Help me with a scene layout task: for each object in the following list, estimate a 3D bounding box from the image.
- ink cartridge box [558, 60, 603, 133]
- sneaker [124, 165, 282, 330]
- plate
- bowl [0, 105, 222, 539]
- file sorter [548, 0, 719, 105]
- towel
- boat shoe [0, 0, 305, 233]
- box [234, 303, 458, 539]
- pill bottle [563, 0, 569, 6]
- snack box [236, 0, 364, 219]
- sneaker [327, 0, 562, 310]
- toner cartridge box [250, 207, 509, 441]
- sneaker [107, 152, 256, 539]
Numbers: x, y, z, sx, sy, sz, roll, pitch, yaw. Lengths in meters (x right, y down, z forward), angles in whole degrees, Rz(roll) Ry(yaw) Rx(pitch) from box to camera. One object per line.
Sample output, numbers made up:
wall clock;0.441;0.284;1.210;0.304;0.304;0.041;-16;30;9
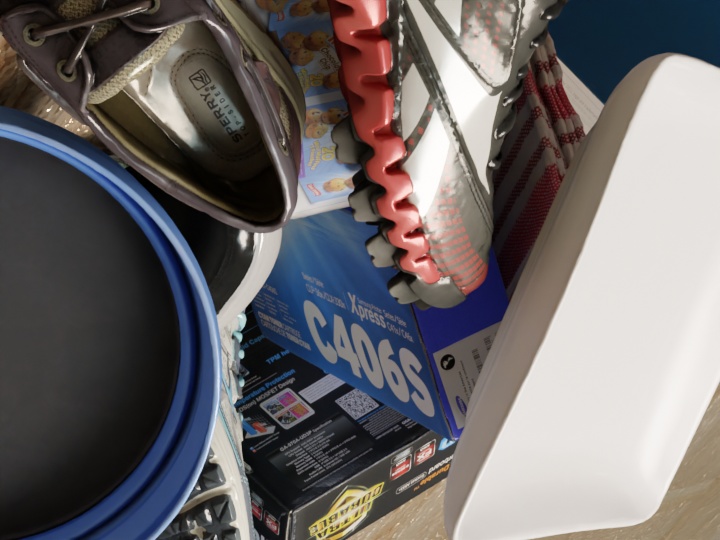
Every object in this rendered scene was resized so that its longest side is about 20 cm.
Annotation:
ink cartridge box;0.179;-0.133;1.328;0.200;0.104;0.059;-48;159;16
sneaker;-0.129;0.013;1.023;0.200;0.073;0.112;-22;179;41
plate;0.107;0.010;1.044;0.199;0.032;0.200;3;113;-62
bowl;-0.150;0.032;0.976;0.201;0.201;0.039;-47;-165;14
file sorter;0.169;-0.128;1.190;0.139;0.200;0.123;-48;162;18
towel;0.053;-0.057;1.143;0.030;0.200;0.146;2;143;-21
boat shoe;-0.082;-0.085;0.901;0.072;0.065;0.200;-36;129;10
box;-0.009;0.037;1.250;0.200;0.159;0.046;-29;143;-31
pill bottle;0.018;-0.122;1.048;0.200;0.113;0.113;-43;160;4
snack box;-0.012;-0.115;0.960;0.072;0.024;0.200;-13;121;-4
sneaker;0.032;-0.076;0.934;0.098;0.071;0.201;-13;119;-1
toner cartridge box;0.000;0.000;1.124;0.043;0.095;0.200;-23;-161;-19
sneaker;-0.074;0.040;1.133;0.077;0.200;0.086;-4;-160;41
